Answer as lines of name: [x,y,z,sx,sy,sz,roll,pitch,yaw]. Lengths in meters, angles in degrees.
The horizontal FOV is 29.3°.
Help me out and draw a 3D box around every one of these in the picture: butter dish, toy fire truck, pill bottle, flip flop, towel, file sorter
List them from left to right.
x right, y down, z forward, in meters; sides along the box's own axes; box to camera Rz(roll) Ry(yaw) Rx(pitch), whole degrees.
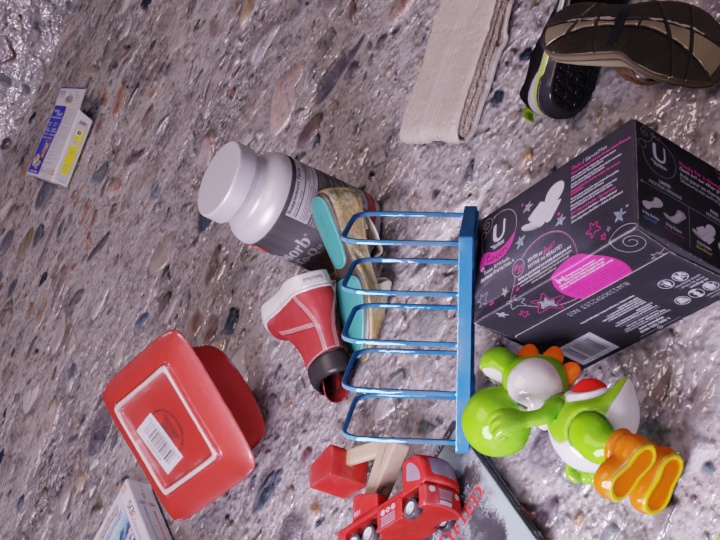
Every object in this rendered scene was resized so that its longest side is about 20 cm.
butter dish: [-0.194,0.177,1.714,0.199,0.148,0.200,-38,81,40]
pill bottle: [-0.085,-0.072,1.634,0.116,0.199,0.116,-39,39,41]
toy fire truck: [0.022,0.216,1.368,0.200,0.049,0.142,-40,37,40]
file sorter: [0.047,0.050,1.283,0.139,0.122,0.201,-67,-22,-75]
towel: [0.113,-0.240,1.598,0.132,0.034,0.201,8,77,62]
flip flop: [0.261,-0.206,1.292,0.199,0.058,0.081,14,71,43]

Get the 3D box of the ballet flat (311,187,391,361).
ballet flat: [0.000,0.000,1.567,0.071,0.070,0.201,-21,83,52]

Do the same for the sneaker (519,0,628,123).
sneaker: [0.209,-0.248,1.404,0.083,0.071,0.201,20,87,63]

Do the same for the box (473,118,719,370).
box: [0.210,-0.016,1.176,0.200,0.132,0.115,-34,40,45]

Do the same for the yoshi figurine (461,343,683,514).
yoshi figurine: [0.159,0.140,1.145,0.200,0.112,0.113,34,136,45]

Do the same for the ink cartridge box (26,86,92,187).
ink cartridge box: [-0.606,-0.275,2.810,0.197,0.047,0.201,17,83,62]

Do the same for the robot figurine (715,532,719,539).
robot figurine: [0.315,0.136,0.909,0.200,0.115,0.176,-102,32,-47]

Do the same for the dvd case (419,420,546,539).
dvd case: [0.093,0.253,1.293,0.146,0.022,0.200,-59,28,15]

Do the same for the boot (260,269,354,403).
boot: [-0.059,0.094,1.614,0.200,0.072,0.145,130,123,-71]

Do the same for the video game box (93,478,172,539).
video game box: [-0.324,0.411,1.852,0.201,0.047,0.182,-61,27,10]
